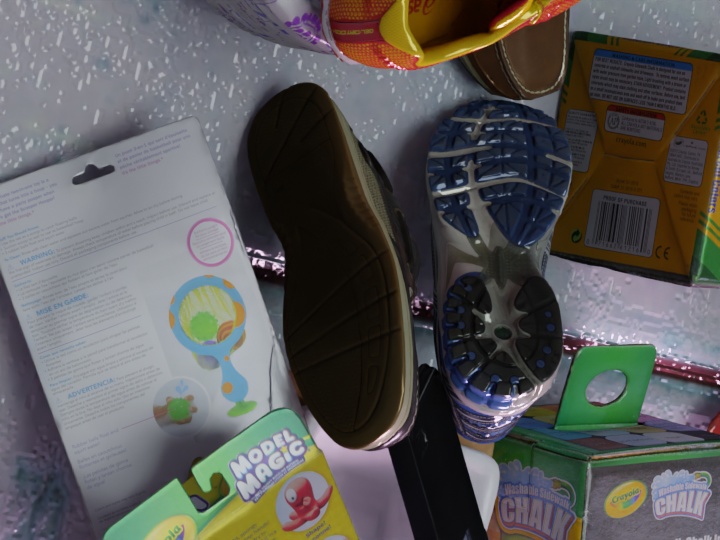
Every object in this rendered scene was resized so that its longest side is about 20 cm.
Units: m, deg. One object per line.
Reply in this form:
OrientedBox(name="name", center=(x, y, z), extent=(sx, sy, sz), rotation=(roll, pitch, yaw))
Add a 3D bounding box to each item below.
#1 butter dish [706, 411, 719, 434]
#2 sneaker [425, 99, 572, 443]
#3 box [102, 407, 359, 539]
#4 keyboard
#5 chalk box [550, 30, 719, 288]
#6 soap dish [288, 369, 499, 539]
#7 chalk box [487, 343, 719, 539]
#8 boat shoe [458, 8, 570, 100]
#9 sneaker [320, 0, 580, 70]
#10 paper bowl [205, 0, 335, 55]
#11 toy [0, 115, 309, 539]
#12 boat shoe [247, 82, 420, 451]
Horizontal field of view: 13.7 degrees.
OrientedBox(name="butter dish", center=(0.320, 0.137, 1.757), extent=(0.200, 0.148, 0.200), rotation=(-32, 117, -31))
OrientedBox(name="sneaker", center=(0.063, 0.001, 1.542), extent=(0.085, 0.077, 0.201), rotation=(104, -5, -53))
OrientedBox(name="box", center=(-0.050, 0.162, 1.393), extent=(0.117, 0.048, 0.200), rotation=(-35, 127, -21))
OrientedBox(name="keyboard", center=(0.042, 0.159, 1.466), extent=(0.127, 0.021, 0.201), rotation=(-60, 136, -62))
OrientedBox(name="chalk box", center=(0.216, -0.053, 1.647), extent=(0.200, 0.125, 0.124), rotation=(5, 96, -42))
OrientedBox(name="soap dish", center=(-0.024, 0.160, 1.511), extent=(0.157, 0.081, 0.201), rotation=(20, 85, -41))
OrientedBox(name="chalk box", center=(0.119, 0.137, 1.603), extent=(0.124, 0.124, 0.201), rotation=(-1, 98, -39))
OrientedBox(name="boat shoe", center=(0.079, -0.184, 1.535), extent=(0.076, 0.074, 0.201), rotation=(-25, 114, -34))
OrientedBox(name="sneaker", center=(0.074, -0.137, 1.404), extent=(0.200, 0.077, 0.073), rotation=(-31, 117, -33))
OrientedBox(name="paper bowl", center=(-0.014, -0.204, 1.431), extent=(0.200, 0.104, 0.202), rotation=(-10, 105, -40))
OrientedBox(name="toy", center=(-0.100, 0.041, 1.427), extent=(0.115, 0.047, 0.201), rotation=(-20, 89, -18))
OrientedBox(name="boat shoe", center=(0.000, 0.000, 1.454), extent=(0.065, 0.073, 0.201), rotation=(26, 43, -48))
